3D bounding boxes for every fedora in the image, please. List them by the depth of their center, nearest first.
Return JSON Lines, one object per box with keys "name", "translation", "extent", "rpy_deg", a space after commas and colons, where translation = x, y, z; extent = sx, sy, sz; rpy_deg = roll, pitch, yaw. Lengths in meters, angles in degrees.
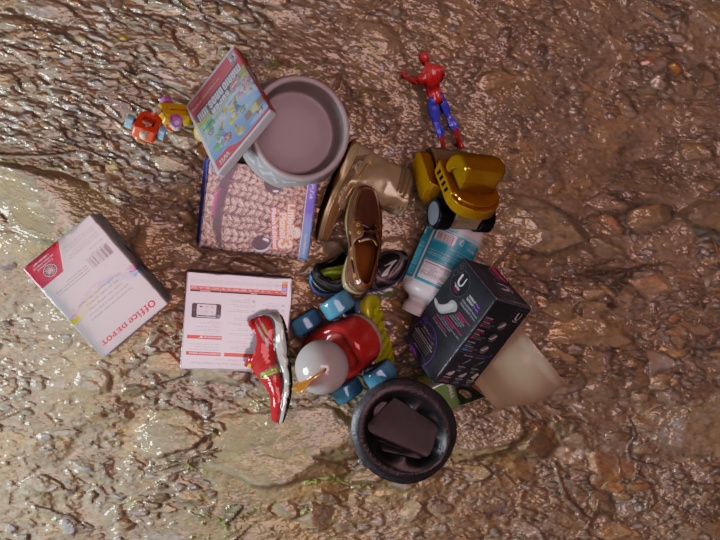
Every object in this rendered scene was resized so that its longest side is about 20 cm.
{"name": "fedora", "translation": [0.071, 0.280, 1.366], "extent": [0.198, 0.092, 0.203], "rpy_deg": [-1, 96, -11]}

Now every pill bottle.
{"name": "pill bottle", "translation": [0.150, -0.004, 1.459], "extent": [0.110, 0.111, 0.202], "rpy_deg": [25, 89, -12]}

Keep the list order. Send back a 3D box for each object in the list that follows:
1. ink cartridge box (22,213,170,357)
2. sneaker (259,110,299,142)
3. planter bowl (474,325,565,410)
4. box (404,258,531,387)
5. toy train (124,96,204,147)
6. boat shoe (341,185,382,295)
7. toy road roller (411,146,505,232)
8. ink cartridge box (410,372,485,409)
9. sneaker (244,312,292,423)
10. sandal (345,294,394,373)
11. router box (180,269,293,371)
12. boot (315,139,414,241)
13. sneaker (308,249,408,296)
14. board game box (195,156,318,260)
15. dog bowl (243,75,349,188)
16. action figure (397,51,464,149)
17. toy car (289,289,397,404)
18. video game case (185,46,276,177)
{"name": "ink cartridge box", "translation": [-0.448, 0.023, 1.317], "extent": [0.145, 0.145, 0.201], "rpy_deg": [-39, 100, -7]}
{"name": "sneaker", "translation": [-0.116, -0.256, 1.380], "extent": [0.199, 0.089, 0.079], "rpy_deg": [-28, 99, -32]}
{"name": "planter bowl", "translation": [0.280, 0.184, 1.466], "extent": [0.135, 0.200, 0.201], "rpy_deg": [-40, 101, 5]}
{"name": "box", "translation": [0.193, 0.098, 1.382], "extent": [0.105, 0.123, 0.201], "rpy_deg": [14, 119, -39]}
{"name": "toy train", "translation": [-0.313, -0.237, 1.343], "extent": [0.198, 0.151, 0.056], "rpy_deg": [17, 127, -17]}
{"name": "boat shoe", "translation": [0.011, -0.058, 1.366], "extent": [0.071, 0.067, 0.202], "rpy_deg": [8, 79, -19]}
{"name": "toy road roller", "translation": [0.186, -0.171, 1.375], "extent": [0.122, 0.147, 0.201], "rpy_deg": [3, 49, -21]}
{"name": "ink cartridge box", "translation": [0.129, 0.243, 1.476], "extent": [0.198, 0.104, 0.060], "rpy_deg": [-19, 99, -10]}
{"name": "sneaker", "translation": [-0.169, 0.179, 1.383], "extent": [0.084, 0.077, 0.202], "rpy_deg": [-5, 89, -1]}
{"name": "sandal", "translation": [0.010, 0.143, 1.468], "extent": [0.086, 0.079, 0.202], "rpy_deg": [-6, 105, 26]}
{"name": "router box", "translation": [-0.232, 0.095, 1.417], "extent": [0.198, 0.049, 0.182], "rpy_deg": [5, 93, -12]}
{"name": "boot", "translation": [0.010, -0.127, 1.442], "extent": [0.154, 0.073, 0.202], "rpy_deg": [23, 85, -14]}
{"name": "sneaker", "translation": [0.000, 0.000, 1.437], "extent": [0.198, 0.083, 0.071], "rpy_deg": [-10, 63, -11]}
{"name": "board game box", "translation": [-0.189, -0.113, 1.373], "extent": [0.198, 0.097, 0.161], "rpy_deg": [5, 98, -17]}
{"name": "dog bowl", "translation": [-0.109, -0.240, 1.301], "extent": [0.198, 0.059, 0.202], "rpy_deg": [-1, 92, -19]}
{"name": "action figure", "translation": [0.136, -0.329, 1.463], "extent": [0.065, 0.099, 0.201], "rpy_deg": [-26, 121, -11]}
{"name": "toy car", "translation": [-0.068, 0.168, 1.358], "extent": [0.185, 0.176, 0.200], "rpy_deg": [59, 38, -2]}
{"name": "video game case", "translation": [-0.222, -0.271, 1.277], "extent": [0.143, 0.201, 0.017], "rpy_deg": [-45, 141, 19]}
